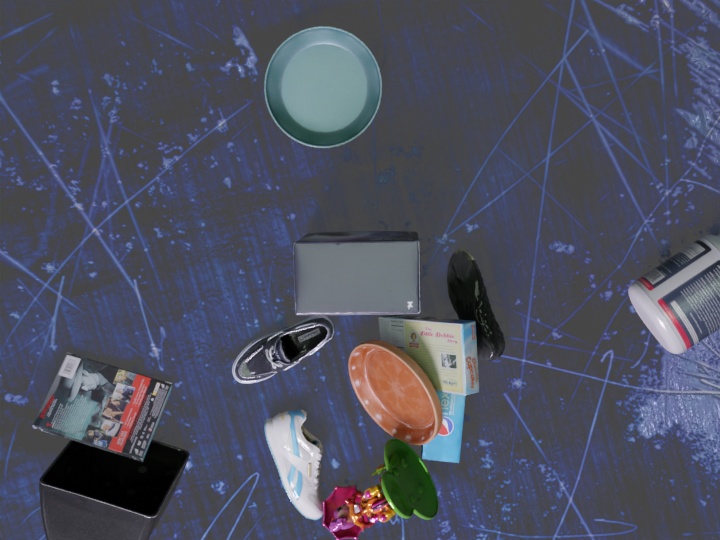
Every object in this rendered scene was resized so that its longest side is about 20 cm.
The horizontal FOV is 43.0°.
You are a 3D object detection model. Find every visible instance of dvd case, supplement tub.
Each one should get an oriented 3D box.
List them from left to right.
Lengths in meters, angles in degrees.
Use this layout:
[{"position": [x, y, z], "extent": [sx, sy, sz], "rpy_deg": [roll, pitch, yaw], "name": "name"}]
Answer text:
[{"position": [-0.449, 0.237, 1.603], "extent": [0.199, 0.022, 0.146], "rpy_deg": [17, 62, -1], "name": "dvd case"}, {"position": [0.559, 0.031, 1.506], "extent": [0.200, 0.140, 0.141], "rpy_deg": [-34, 94, 7], "name": "supplement tub"}]

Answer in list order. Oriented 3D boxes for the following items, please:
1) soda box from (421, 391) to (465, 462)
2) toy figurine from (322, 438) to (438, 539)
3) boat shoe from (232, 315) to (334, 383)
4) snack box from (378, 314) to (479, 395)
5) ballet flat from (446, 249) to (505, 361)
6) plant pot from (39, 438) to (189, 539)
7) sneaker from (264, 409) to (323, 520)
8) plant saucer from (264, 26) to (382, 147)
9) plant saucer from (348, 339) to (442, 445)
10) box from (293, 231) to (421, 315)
[{"position": [0.146, 0.226, 1.588], "extent": [0.067, 0.064, 0.201], "rpy_deg": [5, 97, 3], "name": "soda box"}, {"position": [0.012, 0.405, 1.569], "extent": [0.184, 0.200, 0.150], "rpy_deg": [-34, 86, 19], "name": "toy figurine"}, {"position": [-0.137, 0.142, 1.590], "extent": [0.199, 0.068, 0.072], "rpy_deg": [-25, 95, 6], "name": "boat shoe"}, {"position": [0.111, 0.137, 1.526], "extent": [0.037, 0.200, 0.117], "rpy_deg": [-7, 96, -40], "name": "snack box"}, {"position": [0.197, 0.060, 1.582], "extent": [0.066, 0.057, 0.201], "rpy_deg": [-16, 91, 32], "name": "ballet flat"}, {"position": [-0.434, 0.409, 1.583], "extent": [0.199, 0.200, 0.178], "rpy_deg": [18, 111, 0], "name": "plant pot"}, {"position": [-0.100, 0.343, 1.610], "extent": [0.080, 0.077, 0.201], "rpy_deg": [-21, 97, 3], "name": "sneaker"}, {"position": [-0.062, -0.308, 1.548], "extent": [0.199, 0.036, 0.201], "rpy_deg": [0, 97, 2], "name": "plant saucer"}, {"position": [0.061, 0.203, 1.546], "extent": [0.032, 0.200, 0.201], "rpy_deg": [-33, 96, -35], "name": "plant saucer"}, {"position": [0.000, 0.000, 1.501], "extent": [0.199, 0.198, 0.124], "rpy_deg": [-1, 97, 2], "name": "box"}]
